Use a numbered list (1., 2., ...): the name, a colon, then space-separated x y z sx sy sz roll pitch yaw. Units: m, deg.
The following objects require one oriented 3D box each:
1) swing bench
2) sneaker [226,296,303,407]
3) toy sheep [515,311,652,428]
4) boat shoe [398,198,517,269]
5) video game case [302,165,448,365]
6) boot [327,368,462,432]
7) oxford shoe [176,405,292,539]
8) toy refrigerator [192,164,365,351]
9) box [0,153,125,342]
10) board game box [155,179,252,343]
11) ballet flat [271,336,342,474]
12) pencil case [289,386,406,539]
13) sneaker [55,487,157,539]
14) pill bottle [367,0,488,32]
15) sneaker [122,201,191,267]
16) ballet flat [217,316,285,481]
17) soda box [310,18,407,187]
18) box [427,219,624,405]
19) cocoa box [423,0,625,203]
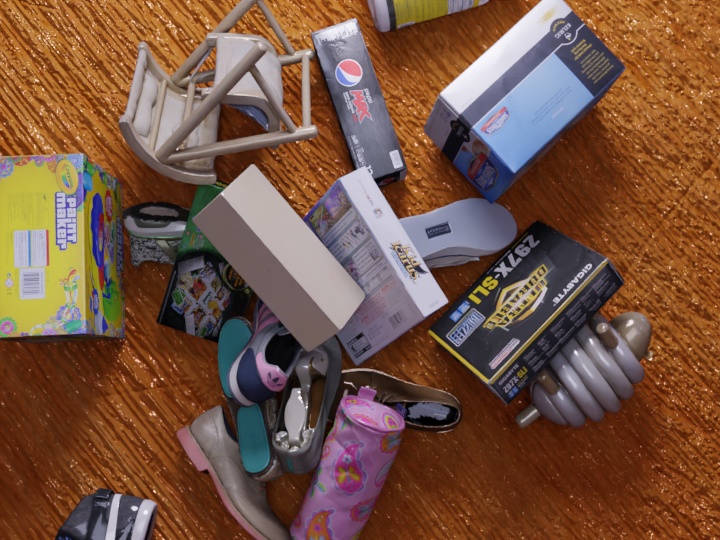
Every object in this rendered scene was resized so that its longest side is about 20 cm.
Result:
1. swing bench: -0.164 -0.214 1.290 0.198 0.200 0.130 -24 125 15
2. sneaker: -0.089 0.073 1.300 0.070 0.081 0.202 44 42 -27
3. toy sheep: 0.264 0.119 1.313 0.199 0.138 0.139 -36 85 10
4. boat shoe: 0.097 -0.033 1.357 0.200 0.086 0.076 -15 79 -30
5. video game case: 0.000 0.000 1.293 0.045 0.200 0.183 -30 85 -31
6. boot: 0.028 0.160 1.338 0.197 0.075 0.075 6 87 2
7. oxford shoe: -0.139 0.255 1.332 0.075 0.070 0.201 -38 86 -6
8. toy refrigerator: -0.092 -0.012 1.242 0.200 0.076 0.070 48 130 -9
9. box: -0.359 -0.019 1.297 0.120 0.193 0.203 -2 85 0
10. board game box: -0.172 -0.008 1.325 0.103 0.024 0.202 20 115 -5
11. ballet flat: -0.063 0.142 1.300 0.066 0.064 0.202 -3 53 15
12. pencil case: -0.015 0.243 1.296 0.086 0.088 0.202 21 108 2
13. sneaker: -0.325 0.366 1.327 0.110 0.073 0.203 15 77 5
14. pill bottle: 0.103 -0.377 1.368 0.197 0.111 0.113 -16 85 -2
15. sneaker: -0.201 -0.028 1.372 0.197 0.077 0.090 10 116 0
16. ballet flat: -0.128 0.159 1.335 0.067 0.075 0.203 -20 71 17
17. soda box: -0.002 -0.205 1.372 0.062 0.071 0.203 -18 85 0
18. box: 0.193 0.045 1.306 0.200 0.160 0.049 -45 118 -3
19. cocoa box: 0.196 -0.206 1.327 0.200 0.133 0.131 -43 85 -12
